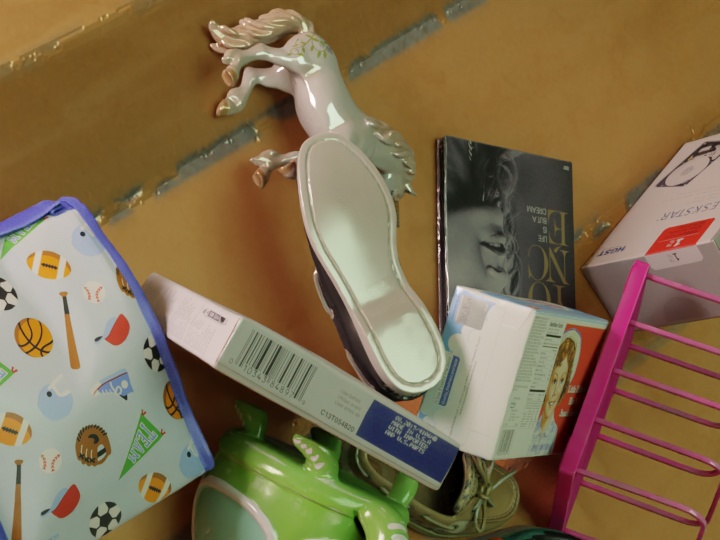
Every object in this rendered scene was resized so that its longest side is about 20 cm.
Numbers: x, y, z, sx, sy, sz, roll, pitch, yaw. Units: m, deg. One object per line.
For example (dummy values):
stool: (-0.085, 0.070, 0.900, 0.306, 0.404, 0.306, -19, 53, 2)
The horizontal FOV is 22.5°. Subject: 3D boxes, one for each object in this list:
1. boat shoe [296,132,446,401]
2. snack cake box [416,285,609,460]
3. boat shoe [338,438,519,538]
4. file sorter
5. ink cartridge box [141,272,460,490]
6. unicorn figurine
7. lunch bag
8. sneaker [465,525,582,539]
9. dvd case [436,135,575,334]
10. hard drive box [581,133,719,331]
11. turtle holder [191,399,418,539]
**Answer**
boat shoe: (0.000, 0.000, 1.302, 0.074, 0.060, 0.201, -23, 84, -26)
snack cake box: (0.119, 0.079, 1.381, 0.200, 0.067, 0.116, 11, 95, -67)
boat shoe: (0.056, 0.165, 1.392, 0.199, 0.063, 0.074, 13, 73, -37)
file sorter: (0.246, 0.125, 1.475, 0.125, 0.139, 0.201, 19, 62, 11)
ink cartridge box: (-0.056, 0.068, 1.231, 0.199, 0.200, 0.041, 32, 84, -31)
unicorn figurine: (-0.030, -0.109, 1.366, 0.137, 0.074, 0.201, -24, 99, -35)
lunch bag: (-0.215, 0.072, 1.153, 0.170, 0.124, 0.201, -32, 109, -37)
sneaker: (0.102, 0.240, 1.403, 0.199, 0.080, 0.072, -15, 93, -39)
dvd case: (0.124, -0.004, 1.510, 0.148, 0.016, 0.201, 8, 77, -38)
hard drive box: (0.314, -0.042, 1.582, 0.200, 0.156, 0.077, -47, 111, -35)
turtle holder: (-0.032, 0.185, 1.248, 0.132, 0.185, 0.141, -65, 160, -1)
